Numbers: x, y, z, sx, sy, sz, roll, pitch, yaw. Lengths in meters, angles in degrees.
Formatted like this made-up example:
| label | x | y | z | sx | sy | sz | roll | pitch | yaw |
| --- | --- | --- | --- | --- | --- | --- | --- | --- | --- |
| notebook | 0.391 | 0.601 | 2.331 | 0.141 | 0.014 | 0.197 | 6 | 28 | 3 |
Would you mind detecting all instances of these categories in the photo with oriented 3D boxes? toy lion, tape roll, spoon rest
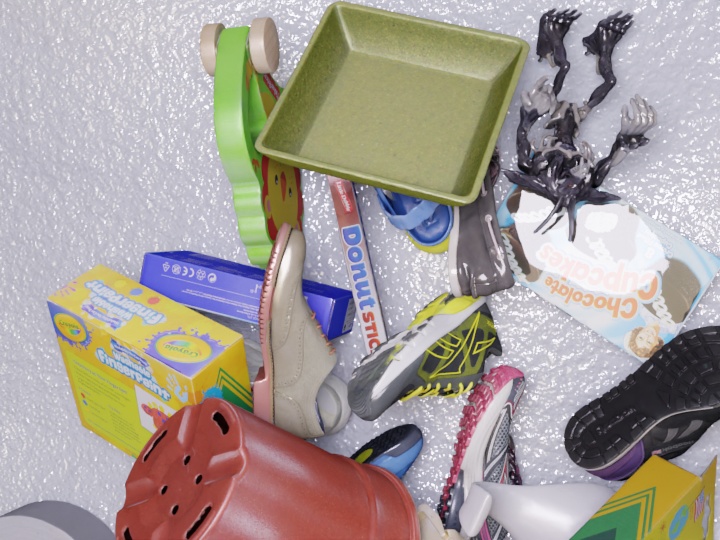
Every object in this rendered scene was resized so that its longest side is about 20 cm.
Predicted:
| label | x | y | z | sx | sy | sz | roll | pitch | yaw |
| --- | --- | --- | --- | --- | --- | --- | --- | --- | --- |
| toy lion | -0.091 | -0.105 | 0.927 | 0.068 | 0.200 | 0.194 | -3 | 72 | 12 |
| tape roll | -0.344 | 0.354 | 1.066 | 0.197 | 0.066 | 0.203 | 0 | 91 | 14 |
| spoon rest | 0.167 | 0.228 | 0.897 | 0.198 | 0.061 | 0.100 | 23 | 95 | -29 |

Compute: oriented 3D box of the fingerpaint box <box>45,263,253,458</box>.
| label | x | y | z | sx | sy | sz | roll | pitch | yaw |
| --- | --- | --- | --- | --- | --- | --- | --- | --- | --- |
| fingerpaint box | -0.194 | 0.108 | 0.951 | 0.198 | 0.073 | 0.169 | 22 | 132 | 32 |

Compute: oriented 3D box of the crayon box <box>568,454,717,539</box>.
| label | x | y | z | sx | sy | sz | roll | pitch | yaw |
| --- | --- | --- | --- | --- | --- | --- | --- | --- | --- |
| crayon box | 0.235 | 0.251 | 0.853 | 0.050 | 0.199 | 0.128 | 23 | 133 | 42 |

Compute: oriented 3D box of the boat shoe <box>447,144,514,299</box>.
| label | x | y | z | sx | sy | sz | roll | pitch | yaw |
| --- | --- | --- | --- | --- | --- | --- | --- | --- | --- |
| boat shoe | 0.113 | -0.067 | 0.913 | 0.056 | 0.067 | 0.203 | -3 | 63 | 14 |

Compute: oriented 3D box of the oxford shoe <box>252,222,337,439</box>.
| label | x | y | z | sx | sy | sz | roll | pitch | yaw |
| --- | --- | --- | --- | --- | --- | --- | --- | --- | --- |
| oxford shoe | -0.055 | 0.057 | 0.892 | 0.073 | 0.071 | 0.203 | 4 | 108 | -1 |

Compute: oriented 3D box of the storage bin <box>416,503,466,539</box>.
| label | x | y | z | sx | sy | sz | roll | pitch | yaw |
| --- | --- | --- | --- | --- | --- | --- | --- | --- | --- |
| storage bin | 0.070 | 0.342 | 0.897 | 0.198 | 0.094 | 0.200 | -44 | 113 | 10 |

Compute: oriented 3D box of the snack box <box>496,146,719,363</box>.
| label | x | y | z | sx | sy | sz | roll | pitch | yaw |
| --- | --- | --- | --- | --- | --- | --- | --- | --- | --- |
| snack box | 0.218 | -0.013 | 0.925 | 0.199 | 0.037 | 0.117 | 33 | 99 | 11 |

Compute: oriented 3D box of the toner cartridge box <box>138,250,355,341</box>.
| label | x | y | z | sx | sy | sz | roll | pitch | yaw |
| --- | --- | --- | --- | --- | --- | --- | --- | --- | --- |
| toner cartridge box | -0.109 | 0.022 | 0.982 | 0.197 | 0.095 | 0.044 | 13 | 95 | 14 |

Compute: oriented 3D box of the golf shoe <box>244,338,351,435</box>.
| label | x | y | z | sx | sy | sz | roll | pitch | yaw |
| --- | --- | --- | --- | --- | --- | --- | --- | --- | --- |
| golf shoe | -0.109 | 0.114 | 0.986 | 0.197 | 0.091 | 0.076 | 13 | 96 | 15 |

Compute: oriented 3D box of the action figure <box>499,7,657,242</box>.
| label | x | y | z | sx | sy | sz | roll | pitch | yaw |
| --- | --- | --- | --- | --- | --- | --- | --- | --- | --- |
| action figure | 0.188 | -0.134 | 0.872 | 0.117 | 0.102 | 0.203 | 9 | 74 | -6 |

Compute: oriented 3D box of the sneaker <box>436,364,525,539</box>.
| label | x | y | z | sx | sy | sz | roll | pitch | yaw |
| --- | --- | --- | --- | --- | --- | --- | --- | --- | --- |
| sneaker | 0.122 | 0.186 | 0.940 | 0.074 | 0.081 | 0.203 | 12 | 102 | -1 |

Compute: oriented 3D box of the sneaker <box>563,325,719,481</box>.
| label | x | y | z | sx | sy | sz | roll | pitch | yaw |
| --- | --- | --- | --- | --- | --- | --- | --- | --- | --- |
| sneaker | 0.283 | 0.121 | 0.891 | 0.199 | 0.087 | 0.076 | -34 | 47 | 20 |

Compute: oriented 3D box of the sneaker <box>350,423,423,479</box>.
| label | x | y | z | sx | sy | sz | roll | pitch | yaw |
| --- | --- | --- | --- | --- | --- | --- | --- | --- | --- |
| sneaker | -0.002 | 0.232 | 0.979 | 0.200 | 0.066 | 0.079 | -42 | 93 | 12 |

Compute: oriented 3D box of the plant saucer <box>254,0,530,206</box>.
| label | x | y | z | sx | sy | sz | roll | pitch | yaw |
| --- | --- | --- | --- | --- | --- | --- | --- | --- | --- |
| plant saucer | 0.033 | -0.143 | 0.894 | 0.197 | 0.048 | 0.202 | 15 | 58 | 13 |

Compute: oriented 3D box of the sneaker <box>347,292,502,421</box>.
| label | x | y | z | sx | sy | sz | roll | pitch | yaw |
| --- | --- | --- | --- | --- | --- | --- | --- | --- | --- |
| sneaker | 0.069 | 0.084 | 0.897 | 0.074 | 0.199 | 0.085 | -27 | 97 | 50 |

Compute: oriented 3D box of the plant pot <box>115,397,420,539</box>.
| label | x | y | z | sx | sy | sz | roll | pitch | yaw |
| --- | --- | --- | --- | --- | --- | --- | --- | --- | --- |
| plant pot | -0.085 | 0.215 | 0.833 | 0.200 | 0.201 | 0.195 | -42 | 125 | 12 |

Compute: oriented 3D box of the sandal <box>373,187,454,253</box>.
| label | x | y | z | sx | sy | sz | roll | pitch | yaw |
| --- | --- | --- | --- | --- | --- | --- | --- | --- | --- |
| sandal | 0.029 | -0.108 | 0.948 | 0.079 | 0.087 | 0.201 | -39 | 80 | 14 |

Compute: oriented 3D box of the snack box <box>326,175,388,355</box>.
| label | x | y | z | sx | sy | sz | roll | pitch | yaw |
| --- | --- | --- | --- | --- | --- | --- | --- | --- | --- |
| snack box | 0.000 | 0.000 | 0.943 | 0.024 | 0.072 | 0.203 | -12 | 100 | 2 |
